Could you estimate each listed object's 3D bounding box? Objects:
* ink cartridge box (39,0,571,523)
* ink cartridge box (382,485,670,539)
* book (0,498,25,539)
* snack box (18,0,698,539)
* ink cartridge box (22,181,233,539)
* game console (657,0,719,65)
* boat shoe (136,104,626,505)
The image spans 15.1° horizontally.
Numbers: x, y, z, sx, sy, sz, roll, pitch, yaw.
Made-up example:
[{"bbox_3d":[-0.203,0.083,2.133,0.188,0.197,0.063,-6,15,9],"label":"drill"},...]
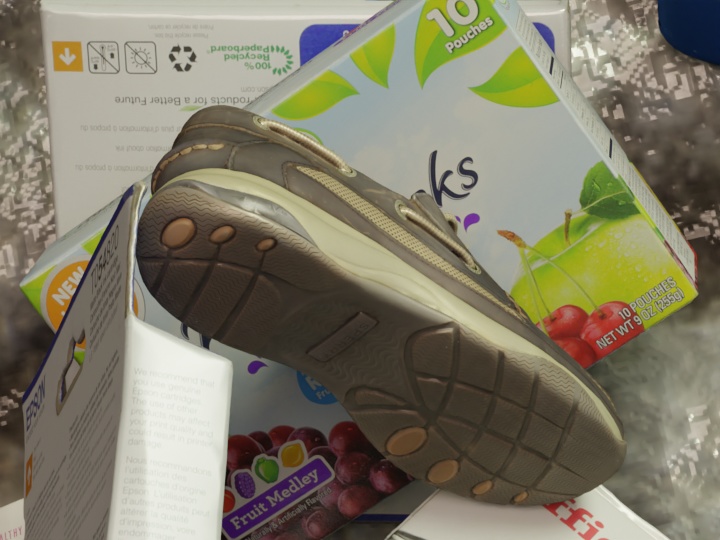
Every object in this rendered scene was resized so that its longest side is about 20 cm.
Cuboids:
[{"bbox_3d":[-0.017,-0.006,1.023,0.196,0.047,0.201,0,110,7],"label":"ink cartridge box"},{"bbox_3d":[0.040,0.166,0.912,0.145,0.084,0.200,39,44,13],"label":"ink cartridge box"},{"bbox_3d":[-0.102,0.178,0.963,0.133,0.048,0.201,-24,60,12],"label":"book"},{"bbox_3d":[0.000,0.000,0.972,0.200,0.053,0.143,-34,100,16],"label":"snack box"},{"bbox_3d":[-0.081,0.102,0.866,0.040,0.200,0.201,8,66,-14],"label":"ink cartridge box"},{"bbox_3d":[0.202,-0.142,0.975,0.170,0.200,0.119,18,75,12],"label":"game console"},{"bbox_3d":[0.015,0.008,0.900,0.074,0.200,0.074,-30,38,35],"label":"boat shoe"}]
